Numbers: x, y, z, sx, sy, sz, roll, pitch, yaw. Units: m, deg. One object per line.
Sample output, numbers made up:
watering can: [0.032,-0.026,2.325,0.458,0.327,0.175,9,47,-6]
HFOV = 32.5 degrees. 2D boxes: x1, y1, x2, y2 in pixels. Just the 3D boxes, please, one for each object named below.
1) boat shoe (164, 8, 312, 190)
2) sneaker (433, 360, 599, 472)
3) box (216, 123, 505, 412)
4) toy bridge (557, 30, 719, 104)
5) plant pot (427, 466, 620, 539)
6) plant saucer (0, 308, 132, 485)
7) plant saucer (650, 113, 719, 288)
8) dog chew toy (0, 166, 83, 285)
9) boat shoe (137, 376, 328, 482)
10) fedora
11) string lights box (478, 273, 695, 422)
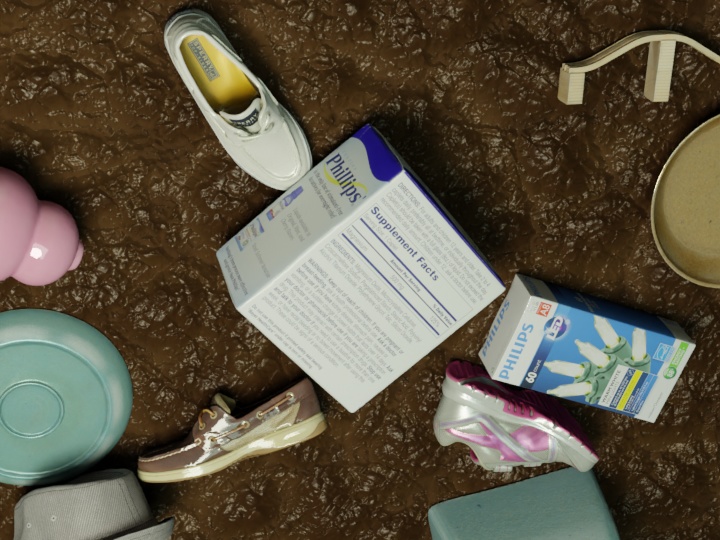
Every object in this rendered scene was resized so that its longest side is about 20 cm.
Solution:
boat shoe: [-0.107,-0.145,1.123,0.071,0.070,0.200,-31,119,4]
sneaker: [0.161,0.174,1.324,0.200,0.081,0.088,26,108,-13]
box: [0.000,0.000,1.179,0.200,0.105,0.184,-39,126,7]
toy bridge: [0.294,-0.200,1.209,0.199,0.027,0.067,-3,113,-11]
plant pot: [0.203,0.366,1.347,0.196,0.200,0.196,-14,116,-5]
plant saucer: [-0.327,0.134,1.226,0.200,0.027,0.201,-4,115,-10]
plant saucer: [0.388,-0.079,1.278,0.200,0.035,0.201,-4,114,-9]
dog chew toy: [-0.342,-0.044,1.096,0.200,0.125,0.125,21,108,-28]
boat shoe: [-0.137,0.159,1.262,0.200,0.072,0.072,-17,96,1]
fedora: [-0.285,0.254,1.235,0.200,0.177,0.090,-24,82,37]
string lights box: [0.238,0.083,1.306,0.200,0.059,0.103,16,111,-18]
